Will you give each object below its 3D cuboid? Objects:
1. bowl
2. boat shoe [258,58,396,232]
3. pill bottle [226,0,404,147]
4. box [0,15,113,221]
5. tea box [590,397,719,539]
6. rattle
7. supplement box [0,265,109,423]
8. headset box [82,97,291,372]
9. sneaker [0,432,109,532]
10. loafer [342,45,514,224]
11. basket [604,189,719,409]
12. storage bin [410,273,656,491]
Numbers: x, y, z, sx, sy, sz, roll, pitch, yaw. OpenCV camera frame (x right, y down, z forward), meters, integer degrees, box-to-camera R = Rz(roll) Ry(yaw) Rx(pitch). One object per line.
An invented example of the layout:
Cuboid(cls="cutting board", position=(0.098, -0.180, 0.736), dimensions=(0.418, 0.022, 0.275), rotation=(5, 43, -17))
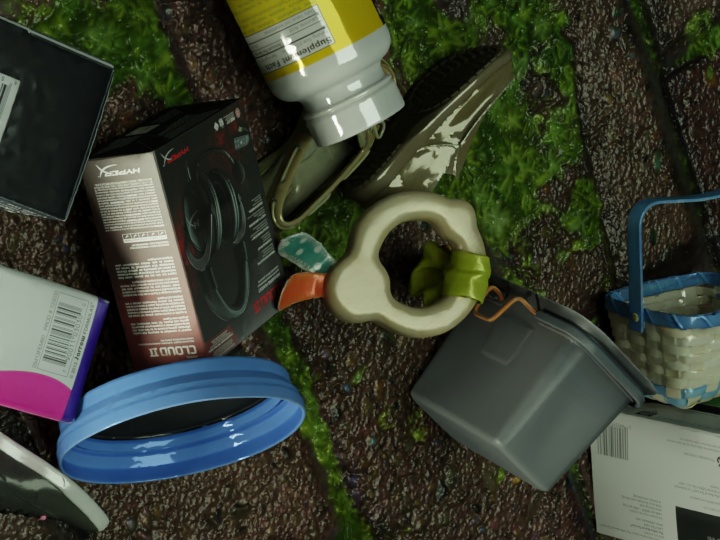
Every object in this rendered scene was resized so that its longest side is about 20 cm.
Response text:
Cuboid(cls="bowl", position=(-0.144, 0.118, 1.639), dimensions=(0.200, 0.200, 0.040), rotation=(1, 66, -37))
Cuboid(cls="boat shoe", position=(-0.026, -0.107, 1.768), dimensions=(0.201, 0.063, 0.073), rotation=(-46, 119, -26))
Cuboid(cls="pill bottle", position=(-0.043, -0.207, 1.692), dimensions=(0.111, 0.111, 0.201), rotation=(-32, 101, -29))
Cuboid(cls="box", position=(-0.317, -0.127, 1.467), dimensions=(0.200, 0.196, 0.124), rotation=(21, 84, -37))
Cuboid(cls="tea box", position=(0.362, 0.189, 2.012), dimensions=(0.196, 0.200, 0.134), rotation=(-12, 102, -36))
Cuboid(cls="rattle", position=(0.000, 0.000, 1.783), dimensions=(0.199, 0.143, 0.131), rotation=(-16, 108, -19))
Cuboid(cls="supplement box", position=(-0.308, 0.037, 1.554), dimensions=(0.200, 0.103, 0.102), rotation=(21, 84, -38))
Cuboid(cls="headset box", position=(-0.135, -0.020, 1.657), dimensions=(0.149, 0.077, 0.201), rotation=(-39, 119, -58))
Cuboid(cls="sneaker", position=(-0.293, 0.177, 1.608), dimensions=(0.200, 0.071, 0.099), rotation=(38, 77, -29))
Cuboid(cls="loafer", position=(0.067, -0.121, 1.835), dimensions=(0.200, 0.076, 0.068), rotation=(-45, 121, -12))
Cuboid(cls="basket", position=(0.320, 0.023, 1.995), dimensions=(0.176, 0.139, 0.201), rotation=(-7, 108, -37))
Cuboid(cls="storage bin", position=(0.138, 0.098, 1.846), dimensions=(0.134, 0.200, 0.146), rotation=(-51, 122, -9))
